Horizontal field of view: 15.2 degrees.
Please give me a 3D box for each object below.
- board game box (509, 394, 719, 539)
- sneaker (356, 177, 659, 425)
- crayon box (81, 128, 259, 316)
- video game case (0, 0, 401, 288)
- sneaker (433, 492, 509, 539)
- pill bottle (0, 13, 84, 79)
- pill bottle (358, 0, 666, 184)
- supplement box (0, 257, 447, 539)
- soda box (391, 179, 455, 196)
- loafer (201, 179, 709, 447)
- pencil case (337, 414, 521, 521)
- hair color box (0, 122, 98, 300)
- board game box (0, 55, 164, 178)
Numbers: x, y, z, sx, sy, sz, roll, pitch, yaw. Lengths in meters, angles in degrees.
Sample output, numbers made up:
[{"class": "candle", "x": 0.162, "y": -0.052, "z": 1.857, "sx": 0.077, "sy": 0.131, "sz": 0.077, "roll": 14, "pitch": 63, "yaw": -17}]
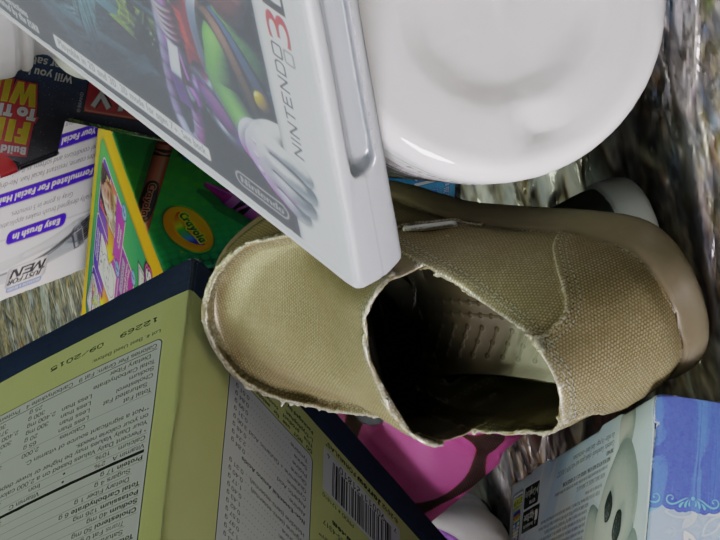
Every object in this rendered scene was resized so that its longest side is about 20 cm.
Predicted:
[{"class": "board game box", "x": 0.082, "y": 0.157, "z": 0.890, "sx": 0.200, "sy": 0.043, "sz": 0.200, "roll": 128, "pitch": 149, "yaw": -75}, {"class": "sneaker", "x": 0.042, "y": 0.018, "z": 0.939, "sx": 0.200, "sy": 0.099, "sz": 0.071, "roll": 145, "pitch": 114, "yaw": -75}, {"class": "crayon box", "x": -0.089, "y": 0.027, "z": 1.282, "sx": 0.201, "sy": 0.058, "sz": 0.119, "roll": 101, "pitch": 154, "yaw": -45}, {"class": "video game case", "x": -0.069, "y": -0.107, "z": 0.821, "sx": 0.200, "sy": 0.023, "sz": 0.182, "roll": 38, "pitch": 153, "yaw": 35}, {"class": "sneaker", "x": 0.030, "y": 0.190, "z": 1.207, "sx": 0.081, "sy": 0.083, "sz": 0.201, "roll": -127, "pitch": 26, "yaw": -62}, {"class": "pill bottle", "x": -0.077, "y": -0.140, "z": 1.079, "sx": 0.113, "sy": 0.199, "sz": 0.114, "roll": 168, "pitch": 90, "yaw": -78}, {"class": "pill bottle", "x": 0.019, "y": -0.086, "z": 0.905, "sx": 0.200, "sy": 0.112, "sz": 0.114, "roll": -170, "pitch": 68, "yaw": -76}, {"class": "supplement box", "x": -0.061, "y": 0.148, "z": 0.955, "sx": 0.200, "sy": 0.134, "sz": 0.200, "roll": 49, "pitch": -154, "yaw": -30}, {"class": "soda box", "x": 0.000, "y": 0.000, "z": 1.195, "sx": 0.201, "sy": 0.064, "sz": 0.068, "roll": 92, "pitch": 161, "yaw": -48}, {"class": "loafer", "x": 0.015, "y": 0.014, "z": 0.870, "sx": 0.199, "sy": 0.067, "sz": 0.076, "roll": -4, "pitch": 110, "yaw": 43}, {"class": "pencil case", "x": -0.030, "y": 0.091, "z": 1.095, "sx": 0.200, "sy": 0.093, "sz": 0.091, "roll": -46, "pitch": 57, "yaw": 23}, {"class": "hair color box", "x": -0.163, "y": -0.084, "z": 1.288, "sx": 0.065, "sy": 0.109, "sz": 0.201, "roll": 34, "pitch": 125, "yaw": 28}, {"class": "board game box", "x": -0.123, "y": -0.119, "z": 1.165, "sx": 0.062, "sy": 0.199, "sz": 0.201, "roll": -135, "pitch": 58, "yaw": -68}]
